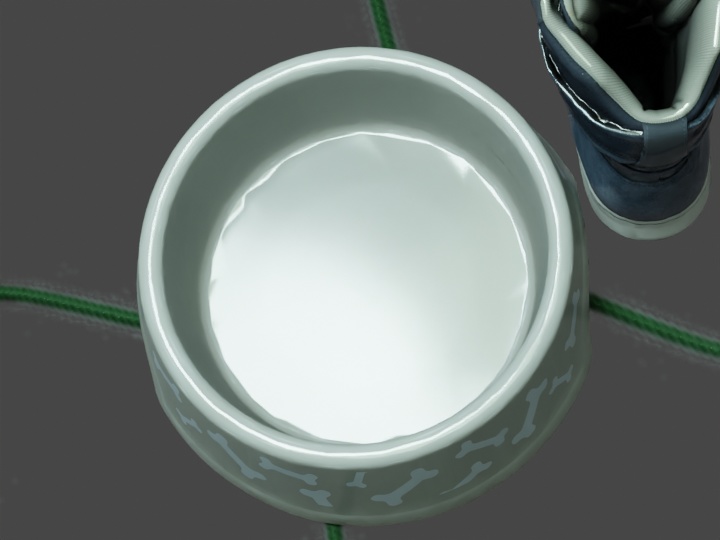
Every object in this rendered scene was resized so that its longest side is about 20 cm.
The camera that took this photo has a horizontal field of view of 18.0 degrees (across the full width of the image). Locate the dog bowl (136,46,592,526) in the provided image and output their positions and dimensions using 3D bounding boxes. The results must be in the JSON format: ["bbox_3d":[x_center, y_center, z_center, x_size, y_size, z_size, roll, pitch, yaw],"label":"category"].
[{"bbox_3d":[0.000,0.000,0.926,0.199,0.059,0.201,-2,73,6],"label":"dog bowl"}]

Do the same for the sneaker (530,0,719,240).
[{"bbox_3d":[0.098,-0.129,0.909,0.077,0.146,0.203,-17,71,3],"label":"sneaker"}]
